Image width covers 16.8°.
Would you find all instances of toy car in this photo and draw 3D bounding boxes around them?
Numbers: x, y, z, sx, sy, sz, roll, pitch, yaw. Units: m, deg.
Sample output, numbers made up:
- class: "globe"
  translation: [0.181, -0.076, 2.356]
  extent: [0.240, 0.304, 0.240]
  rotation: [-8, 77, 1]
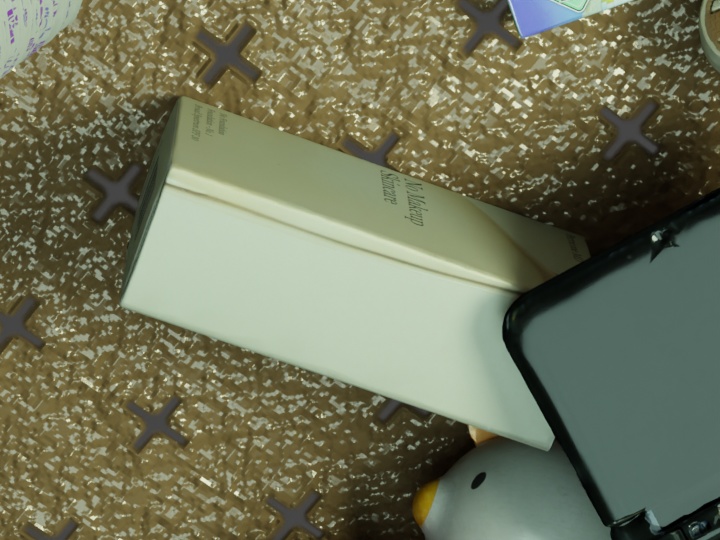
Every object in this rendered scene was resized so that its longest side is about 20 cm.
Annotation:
- class: "toy car"
  translation: [0.052, 0.140, 1.129]
  extent: [0.177, 0.184, 0.200]
  rotation: [18, 81, -8]

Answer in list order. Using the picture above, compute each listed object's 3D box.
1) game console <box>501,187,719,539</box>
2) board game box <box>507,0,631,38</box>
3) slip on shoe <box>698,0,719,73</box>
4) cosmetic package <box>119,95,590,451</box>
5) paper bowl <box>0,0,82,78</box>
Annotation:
- class: "game console"
  translation: [0.187, 0.049, 1.058]
  extent: [0.200, 0.116, 0.176]
  rotation: [-28, 151, 5]
- class: "board game box"
  translation: [0.099, -0.213, 1.036]
  extent: [0.135, 0.029, 0.200]
  rotation: [-19, 111, 5]
- class: "slip on shoe"
  translation: [0.247, -0.109, 1.063]
  extent: [0.200, 0.061, 0.076]
  rotation: [-13, 68, -1]
- class: "cosmetic package"
  translation: [0.000, 0.000, 1.080]
  extent: [0.200, 0.104, 0.073]
  rotation: [18, 110, -10]
- class: "paper bowl"
  translation: [-0.183, -0.166, 0.939]
  extent: [0.104, 0.201, 0.201]
  rotation: [-42, 112, -25]
